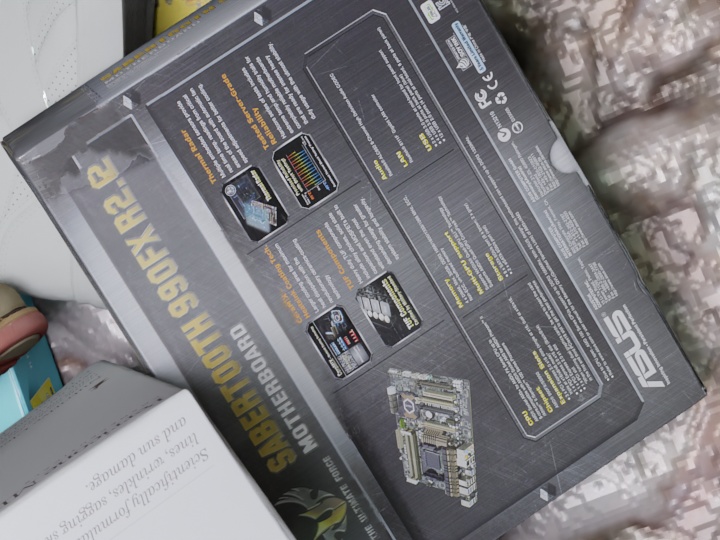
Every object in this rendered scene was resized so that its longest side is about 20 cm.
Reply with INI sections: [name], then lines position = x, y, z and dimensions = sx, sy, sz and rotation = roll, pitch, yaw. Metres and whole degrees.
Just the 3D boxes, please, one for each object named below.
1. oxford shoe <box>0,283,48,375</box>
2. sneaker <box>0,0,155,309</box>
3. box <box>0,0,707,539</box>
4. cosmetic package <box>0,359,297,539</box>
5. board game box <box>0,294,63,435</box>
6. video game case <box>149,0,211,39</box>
[oxford shoe]
position = -0.204, 0.039, 0.986
dimensions = 0.199, 0.070, 0.075
rotation = -24, 86, 12
[sneaker]
position = -0.130, -0.090, 0.977
dimensions = 0.115, 0.074, 0.201
rotation = 6, 99, 7
[box]
position = 0.000, 0.000, 0.949
dimensions = 0.158, 0.048, 0.200
rotation = -34, 105, -5
[cosmetic package]
position = -0.092, 0.093, 0.907
dimensions = 0.113, 0.200, 0.081
rotation = -35, 96, -12
[board game box]
position = -0.162, 0.125, 1.047
dimensions = 0.150, 0.047, 0.201
rotation = -18, 93, 13
[video game case]
position = -0.064, -0.105, 1.011
dimensions = 0.199, 0.023, 0.183
rotation = -14, 94, 12
